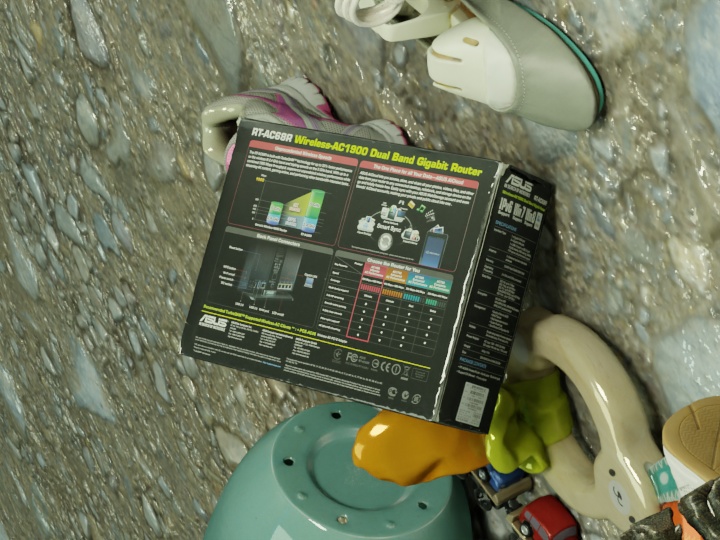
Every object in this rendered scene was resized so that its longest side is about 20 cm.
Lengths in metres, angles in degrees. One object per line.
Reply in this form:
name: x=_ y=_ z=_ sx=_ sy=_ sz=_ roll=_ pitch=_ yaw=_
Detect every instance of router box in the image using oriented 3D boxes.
router box: x=0.000 y=0.000 z=1.223 sx=0.200 sy=0.062 sz=0.150 roll=13 pitch=87 yaw=37

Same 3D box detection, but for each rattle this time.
rattle: x=0.110 y=0.114 z=1.185 sx=0.200 sy=0.143 sz=0.130 roll=51 pitch=136 yaw=42

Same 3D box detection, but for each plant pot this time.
plant pot: x=-0.012 y=0.189 z=1.447 sx=0.201 sy=0.201 sz=0.161 roll=49 pitch=141 yaw=33

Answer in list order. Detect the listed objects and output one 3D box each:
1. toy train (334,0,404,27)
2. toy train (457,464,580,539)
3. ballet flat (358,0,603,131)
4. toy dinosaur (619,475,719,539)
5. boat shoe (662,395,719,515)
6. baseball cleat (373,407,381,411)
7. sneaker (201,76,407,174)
toy train: x=0.035 y=-0.211 z=1.015 sx=0.200 sy=0.150 sz=0.056 roll=93 pitch=158 yaw=-55
toy train: x=0.118 y=0.169 z=1.341 sx=0.200 sy=0.034 sz=0.046 roll=51 pitch=150 yaw=28
ballet flat: x=0.050 y=-0.130 z=1.156 sx=0.200 sy=0.064 sz=0.067 roll=46 pitch=151 yaw=35
toy dinosaur: x=0.168 y=0.153 z=0.975 sx=0.102 sy=0.077 sz=0.200 roll=60 pitch=178 yaw=10
boat shoe: x=0.228 y=0.142 z=1.051 sx=0.200 sy=0.071 sz=0.069 roll=47 pitch=157 yaw=45
baseball cleat: x=0.000 y=0.022 z=1.422 sx=0.200 sy=0.070 sz=0.106 roll=49 pitch=-166 yaw=-2
sneaker: x=-0.038 y=-0.064 z=1.352 sx=0.200 sy=0.088 sz=0.081 roll=31 pitch=125 yaw=52
